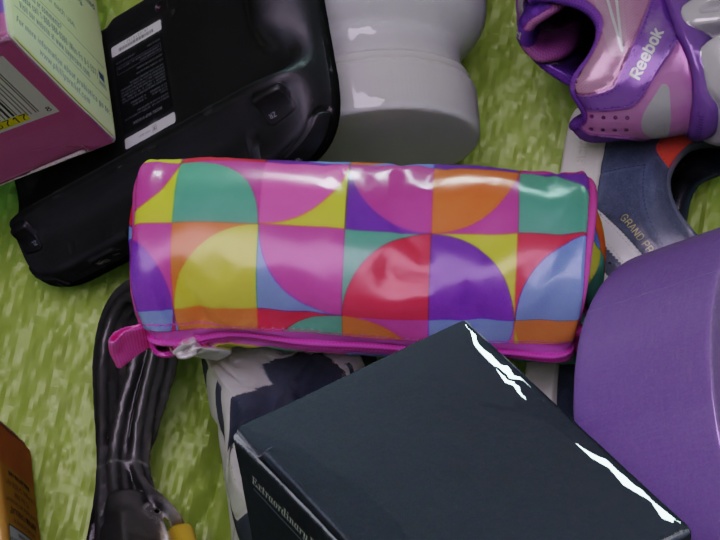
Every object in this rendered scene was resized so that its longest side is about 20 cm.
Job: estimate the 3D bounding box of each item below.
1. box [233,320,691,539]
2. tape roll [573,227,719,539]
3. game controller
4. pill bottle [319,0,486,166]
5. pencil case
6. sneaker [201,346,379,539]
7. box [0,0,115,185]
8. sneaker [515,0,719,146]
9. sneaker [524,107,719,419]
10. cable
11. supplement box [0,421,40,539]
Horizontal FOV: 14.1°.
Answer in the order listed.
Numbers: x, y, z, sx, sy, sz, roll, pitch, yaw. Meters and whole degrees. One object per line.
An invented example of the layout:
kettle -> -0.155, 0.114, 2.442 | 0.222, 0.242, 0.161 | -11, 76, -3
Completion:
box -> 0.044, 0.149, 1.096 | 0.107, 0.201, 0.148 | -25, 42, -20
tape roll -> 0.166, 0.081, 1.155 | 0.065, 0.200, 0.201 | -20, 67, 35
game controller -> -0.085, -0.067, 1.265 | 0.200, 0.042, 0.105 | -25, 59, 40
pill bottle -> -0.004, -0.146, 1.293 | 0.116, 0.116, 0.201 | -8, 72, 4
pencil case -> 0.000, 0.000, 1.185 | 0.199, 0.088, 0.089 | -1, 72, 4
sneaker -> -0.023, 0.092, 1.242 | 0.079, 0.130, 0.199 | -6, 34, -7
box -> -0.216, -0.129, 1.282 | 0.175, 0.097, 0.201 | -20, 58, 16
sneaker -> 0.105, -0.129, 1.271 | 0.088, 0.081, 0.201 | -14, 51, -3
sneaker -> 0.121, 0.022, 1.246 | 0.084, 0.075, 0.201 | 5, 72, 13
cable -> -0.093, 0.105, 1.263 | 0.050, 0.097, 0.201 | 19, 48, -30
supplement box -> -0.166, 0.167, 1.235 | 0.066, 0.069, 0.201 | -12, 73, 5
